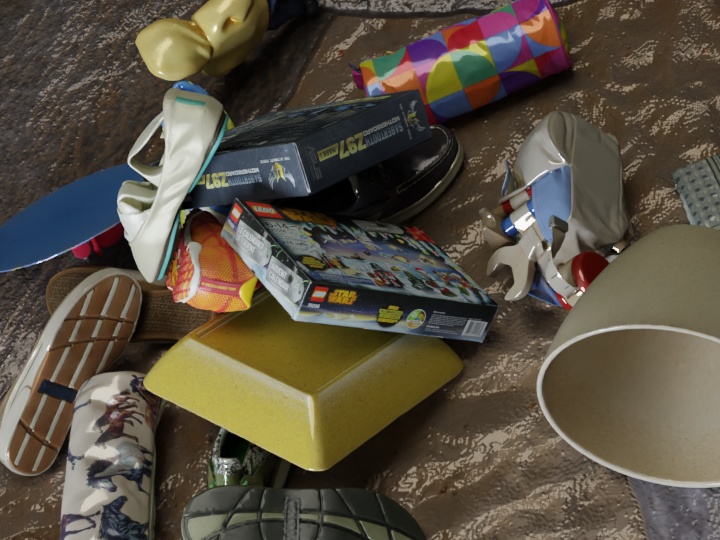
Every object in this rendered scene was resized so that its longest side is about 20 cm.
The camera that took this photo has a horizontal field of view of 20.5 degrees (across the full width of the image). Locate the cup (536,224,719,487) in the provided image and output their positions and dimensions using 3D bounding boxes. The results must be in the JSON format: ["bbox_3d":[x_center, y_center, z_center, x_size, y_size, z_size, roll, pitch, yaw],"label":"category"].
[{"bbox_3d":[0.246,0.050,1.526,0.199,0.201,0.144,0,50,22],"label":"cup"}]

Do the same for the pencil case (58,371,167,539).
[{"bbox_3d":[-0.206,0.178,1.690,0.089,0.078,0.201,2,55,-2],"label":"pencil case"}]

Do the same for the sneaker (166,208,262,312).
[{"bbox_3d":[-0.123,-0.001,1.706,0.077,0.073,0.200,14,15,-11],"label":"sneaker"}]

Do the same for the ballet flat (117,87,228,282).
[{"bbox_3d":[-0.170,-0.073,1.682,0.069,0.200,0.070,16,39,-14],"label":"ballet flat"}]

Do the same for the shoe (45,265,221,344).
[{"bbox_3d":[-0.199,0.035,1.809,0.199,0.053,0.070,8,92,31],"label":"shoe"}]

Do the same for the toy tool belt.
[{"bbox_3d":[0.161,-0.028,1.677,0.123,0.125,0.201,-40,36,41],"label":"toy tool belt"}]

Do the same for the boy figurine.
[{"bbox_3d":[-0.127,-0.234,1.914,0.200,0.125,0.064,-32,68,-26],"label":"boy figurine"}]

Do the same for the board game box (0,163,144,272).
[{"bbox_3d":[-0.265,-0.035,1.865,0.158,0.039,0.200,-26,20,-2],"label":"board game box"}]

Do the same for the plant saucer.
[{"bbox_3d":[-0.047,0.069,1.661,0.199,0.049,0.200,23,38,33],"label":"plant saucer"}]

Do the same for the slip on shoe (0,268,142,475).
[{"bbox_3d":[-0.265,0.084,1.769,0.061,0.076,0.201,28,92,55],"label":"slip on shoe"}]

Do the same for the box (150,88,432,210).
[{"bbox_3d":[-0.061,-0.103,1.727,0.200,0.051,0.157,-3,18,46],"label":"box"}]

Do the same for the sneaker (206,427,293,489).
[{"bbox_3d":[-0.106,0.189,1.633,0.077,0.089,0.201,-8,55,17],"label":"sneaker"}]

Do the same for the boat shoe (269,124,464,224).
[{"bbox_3d":[0.000,-0.074,1.789,0.199,0.065,0.072,-29,49,0],"label":"boat shoe"}]

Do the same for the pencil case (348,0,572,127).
[{"bbox_3d":[0.091,-0.188,1.823,0.199,0.088,0.089,-20,52,6],"label":"pencil case"}]

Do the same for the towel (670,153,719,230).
[{"bbox_3d":[0.373,-0.037,1.640,0.192,0.035,0.201,-19,50,5],"label":"towel"}]

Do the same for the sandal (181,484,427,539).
[{"bbox_3d":[-0.042,0.211,1.588,0.200,0.057,0.080,11,68,-1],"label":"sandal"}]

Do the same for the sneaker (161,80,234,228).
[{"bbox_3d":[-0.149,-0.092,1.837,0.075,0.105,0.201,-22,51,6],"label":"sneaker"}]

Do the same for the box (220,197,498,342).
[{"bbox_3d":[0.000,0.000,1.655,0.137,0.199,0.040,45,119,45],"label":"box"}]
